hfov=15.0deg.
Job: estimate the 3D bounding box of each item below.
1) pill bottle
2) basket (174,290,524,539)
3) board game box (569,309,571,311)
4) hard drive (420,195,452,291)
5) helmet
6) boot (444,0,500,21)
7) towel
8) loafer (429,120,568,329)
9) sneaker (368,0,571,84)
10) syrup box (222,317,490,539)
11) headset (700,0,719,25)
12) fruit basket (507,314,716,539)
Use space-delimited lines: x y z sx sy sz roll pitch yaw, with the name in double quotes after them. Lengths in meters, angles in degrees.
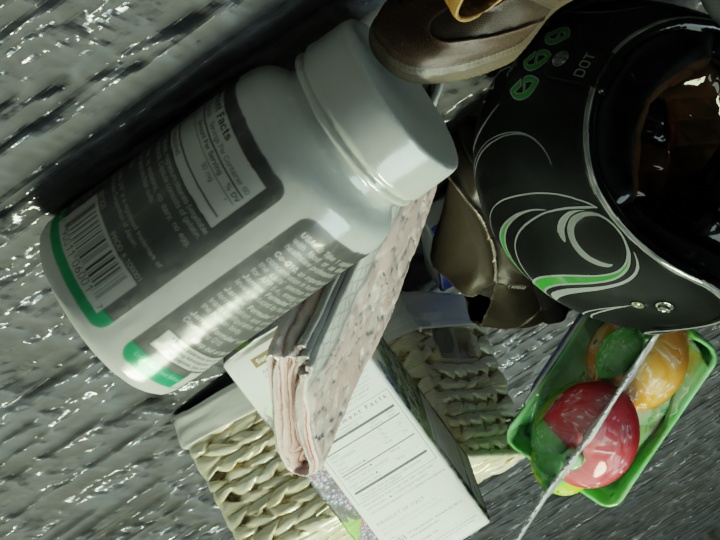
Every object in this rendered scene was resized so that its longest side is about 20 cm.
-0.056 -0.033 1.399 0.200 0.113 0.113 -35 163 15 "pill bottle"
-0.001 0.112 1.867 0.200 0.123 0.136 -30 165 23 "basket"
0.195 -0.052 1.789 0.200 0.062 0.200 -30 164 -9 "board game box"
0.132 -0.061 1.806 0.200 0.025 0.132 -30 164 -5 "hard drive"
0.161 -0.059 1.562 0.200 0.200 0.191 -25 -176 -19 "helmet"
0.060 -0.200 1.058 0.071 0.144 0.201 -20 160 -35 "boot"
0.000 0.000 1.538 0.191 0.032 0.200 89 23 -68 "towel"
0.078 -0.015 1.700 0.071 0.073 0.200 -23 143 2 "loafer"
0.088 -0.167 1.377 0.200 0.070 0.076 -30 147 -24 "sneaker"
-0.006 0.089 1.699 0.081 0.200 0.079 -32 -153 8 "syrup box"
0.251 -0.173 1.462 0.200 0.094 0.124 22 91 -56 "headset"
0.148 0.085 1.733 0.185 0.094 0.200 -58 169 20 "fruit basket"
